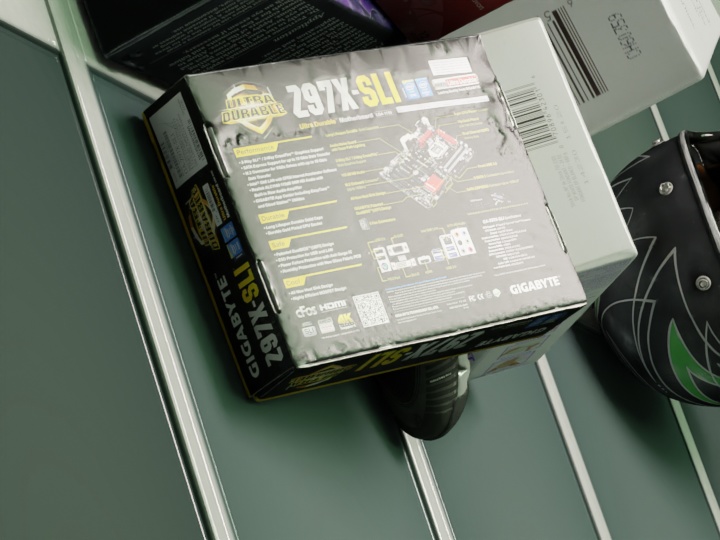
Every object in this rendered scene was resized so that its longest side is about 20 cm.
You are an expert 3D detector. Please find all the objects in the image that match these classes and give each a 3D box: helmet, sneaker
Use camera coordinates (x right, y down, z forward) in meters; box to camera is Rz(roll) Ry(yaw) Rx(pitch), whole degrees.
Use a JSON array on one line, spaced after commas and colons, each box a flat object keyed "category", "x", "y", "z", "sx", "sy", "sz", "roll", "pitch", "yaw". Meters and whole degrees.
[{"category": "helmet", "x": 0.248, "y": -0.001, "z": 2.071, "sx": 0.200, "sy": 0.190, "sz": 0.201, "roll": 177, "pitch": -90, "yaw": -77}, {"category": "sneaker", "x": 0.000, "y": 0.000, "z": 1.601, "sx": 0.090, "sy": 0.066, "sz": 0.201, "roll": -20, "pitch": 100, "yaw": -46}]

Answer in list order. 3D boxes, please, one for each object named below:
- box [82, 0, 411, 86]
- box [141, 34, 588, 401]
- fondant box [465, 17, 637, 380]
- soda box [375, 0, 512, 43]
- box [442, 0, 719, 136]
[{"category": "box", "x": -0.071, "y": -0.177, "z": 1.567, "sx": 0.200, "sy": 0.104, "sz": 0.149, "roll": 15, "pitch": 51, "yaw": -66}, {"category": "box", "x": 0.005, "y": -0.030, "z": 1.522, "sx": 0.199, "sy": 0.049, "sz": 0.160, "roll": -12, "pitch": 72, "yaw": -39}, {"category": "fondant box", "x": 0.077, "y": -0.035, "z": 1.688, "sx": 0.200, "sy": 0.058, "sz": 0.145, "roll": 123, "pitch": -53, "yaw": -68}, {"category": "soda box", "x": 0.003, "y": -0.204, "z": 1.539, "sx": 0.200, "sy": 0.063, "sz": 0.070, "roll": 45, "pitch": 26, "yaw": -43}, {"category": "box", "x": 0.091, "y": -0.176, "z": 1.854, "sx": 0.201, "sy": 0.198, "sz": 0.131, "roll": 60, "pitch": 18, "yaw": -10}]
